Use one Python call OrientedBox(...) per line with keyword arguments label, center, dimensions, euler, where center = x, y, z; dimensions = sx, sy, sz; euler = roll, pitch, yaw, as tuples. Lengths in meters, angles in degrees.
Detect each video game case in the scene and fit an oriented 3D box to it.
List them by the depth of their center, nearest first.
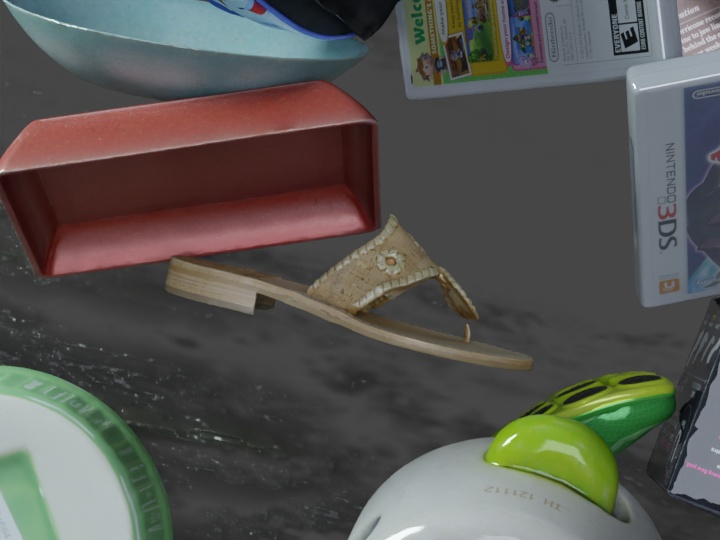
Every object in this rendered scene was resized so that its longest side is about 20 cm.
OrientedBox(label="video game case", center=(0.246, -0.060, 1.570), dimensions=(0.200, 0.182, 0.023), euler=(-11, 49, -2))
OrientedBox(label="video game case", center=(0.088, -0.199, 1.573), dimensions=(0.182, 0.022, 0.200), euler=(-3, 96, 40))

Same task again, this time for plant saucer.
OrientedBox(label="plant saucer", center=(-0.090, -0.051, 1.546), dimensions=(0.199, 0.200, 0.037), euler=(-8, 74, -1))
OrientedBox(label="plant saucer", center=(-0.096, -0.117, 1.550), dimensions=(0.201, 0.201, 0.039), euler=(8, 102, -1))

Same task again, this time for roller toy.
OrientedBox(label="roller toy", center=(0.072, 0.194, 1.507), dimensions=(0.182, 0.140, 0.200), euler=(-22, 103, 16))

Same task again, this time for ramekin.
OrientedBox(label="ramekin", center=(-0.204, 0.152, 1.579), dimensions=(0.200, 0.098, 0.200), euler=(0, 87, -1))

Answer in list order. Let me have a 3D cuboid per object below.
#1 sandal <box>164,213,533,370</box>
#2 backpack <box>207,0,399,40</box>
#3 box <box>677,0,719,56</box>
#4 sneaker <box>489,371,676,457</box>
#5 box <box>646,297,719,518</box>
OrientedBox(label="sandal", center=(0.000, 0.000, 1.601), dimensions=(0.211, 0.078, 0.070), euler=(12, 94, 5))
OrientedBox(label="backpack", center=(-0.046, -0.218, 1.535), dimensions=(0.190, 0.154, 0.200), euler=(40, 82, -37))
OrientedBox(label="box", center=(0.175, -0.198, 1.598), dimensions=(0.100, 0.075, 0.200), euler=(-24, 86, -3))
OrientedBox(label="sneaker", center=(0.099, 0.127, 1.602), dimensions=(0.200, 0.074, 0.084), euler=(-38, 93, 9))
OrientedBox(label="box", center=(0.271, 0.103, 1.574), dimensions=(0.200, 0.132, 0.115), euler=(22, 91, 0))
